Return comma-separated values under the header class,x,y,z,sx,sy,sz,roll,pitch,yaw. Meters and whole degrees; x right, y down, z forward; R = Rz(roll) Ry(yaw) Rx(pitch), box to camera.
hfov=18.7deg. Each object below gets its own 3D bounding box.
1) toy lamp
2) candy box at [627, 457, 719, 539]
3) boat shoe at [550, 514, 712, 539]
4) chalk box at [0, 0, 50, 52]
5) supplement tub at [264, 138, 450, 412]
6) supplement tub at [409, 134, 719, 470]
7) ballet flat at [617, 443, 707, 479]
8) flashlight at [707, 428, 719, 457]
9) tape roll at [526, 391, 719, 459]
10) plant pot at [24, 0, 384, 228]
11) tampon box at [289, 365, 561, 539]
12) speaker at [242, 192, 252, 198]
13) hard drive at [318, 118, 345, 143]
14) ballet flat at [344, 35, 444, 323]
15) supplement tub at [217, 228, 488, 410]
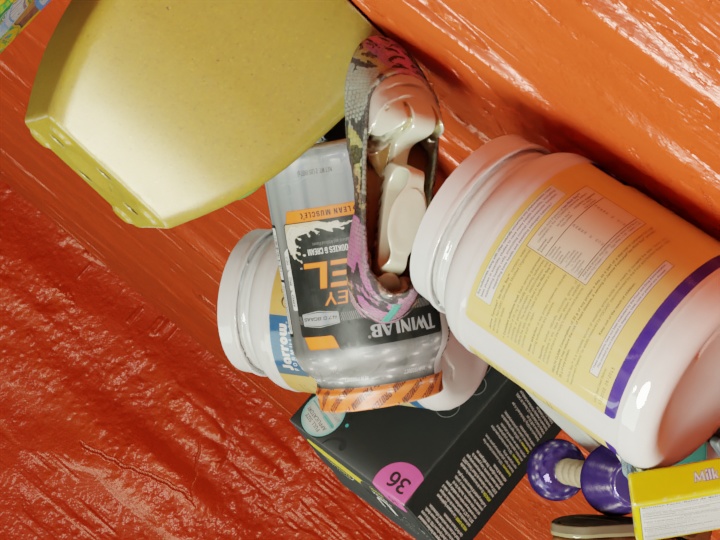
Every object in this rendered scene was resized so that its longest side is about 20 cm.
class,x,y,z,sx,sy,sz,roll,pitch,yaw
toy lamp,0.179,0.157,1.683,0.058,0.058,0.200,43,171,-9
candy box,0.267,0.131,1.355,0.102,0.199,0.026,69,-169,-66
boat shoe,0.212,0.222,1.668,0.072,0.068,0.200,5,177,40
chalk box,-0.302,-0.250,1.714,0.124,0.200,0.124,41,170,-2
supplement tub,0.000,0.000,1.640,0.123,0.122,0.201,-178,77,-73
supplement tub,0.144,0.016,1.369,0.200,0.145,0.145,36,168,28
ballet flat,0.197,0.100,1.512,0.074,0.074,0.200,34,158,31
flashlight,0.325,0.173,1.589,0.068,0.068,0.200,-14,128,45
tape roll,0.211,0.103,1.685,0.202,0.071,0.202,40,169,9
plant pot,-0.127,-0.139,1.553,0.194,0.200,0.195,44,170,-14
tampon box,0.071,0.118,1.885,0.150,0.200,0.126,32,166,37
speaker,-0.155,-0.154,1.904,0.200,0.088,0.088,46,168,-22
hard drive,-0.030,-0.094,1.831,0.140,0.038,0.200,34,168,36
ballet flat,0.026,-0.066,1.441,0.069,0.201,0.071,7,165,-19
supplement tub,-0.002,0.034,1.797,0.199,0.145,0.145,5,152,27
